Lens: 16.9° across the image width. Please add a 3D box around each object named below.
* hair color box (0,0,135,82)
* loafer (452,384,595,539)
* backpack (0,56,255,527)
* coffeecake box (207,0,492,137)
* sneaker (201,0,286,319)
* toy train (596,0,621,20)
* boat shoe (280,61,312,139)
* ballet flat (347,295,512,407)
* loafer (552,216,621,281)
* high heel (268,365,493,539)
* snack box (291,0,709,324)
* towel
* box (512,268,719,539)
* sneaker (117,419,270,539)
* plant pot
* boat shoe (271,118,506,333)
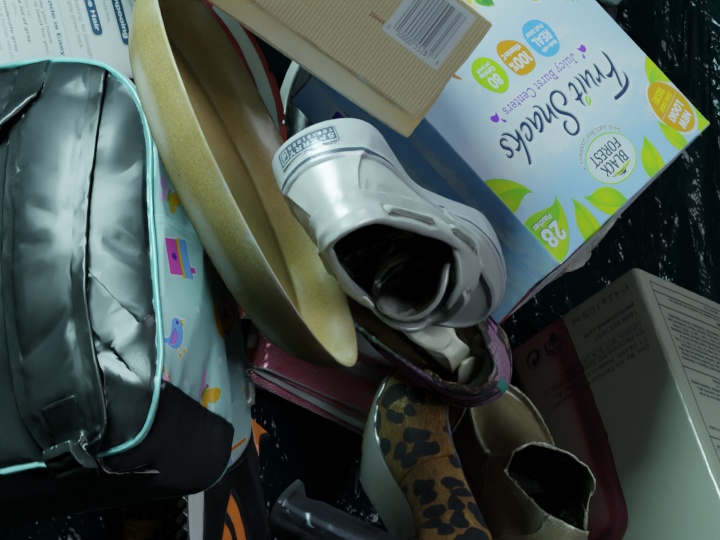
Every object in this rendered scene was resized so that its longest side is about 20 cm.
[{"bbox_3d":[-0.167,-0.132,1.218,0.199,0.060,0.101,-12,85,-53],"label":"hair color box"},{"bbox_3d":[0.098,0.122,1.388,0.076,0.068,0.201,27,26,-23],"label":"loafer"},{"bbox_3d":[-0.141,0.012,1.104,0.153,0.174,0.202,27,53,-63],"label":"backpack"},{"bbox_3d":[-0.051,-0.168,1.179,0.153,0.073,0.200,31,10,-42],"label":"coffeecake box"},{"bbox_3d":[-0.098,-0.036,1.206,0.115,0.078,0.201,-39,132,-40],"label":"sneaker"},{"bbox_3d":[0.103,-0.235,1.589,0.200,0.085,0.115,36,40,-38],"label":"toy train"},{"bbox_3d":[0.001,-0.111,1.421,0.074,0.060,0.201,44,46,-38],"label":"boat shoe"},{"bbox_3d":[0.000,0.000,1.278,0.200,0.071,0.069,38,82,4],"label":"ballet flat"},{"bbox_3d":[0.092,-0.018,1.391,0.199,0.063,0.073,-18,101,-42],"label":"loafer"},{"bbox_3d":[0.060,0.115,1.302,0.200,0.142,0.072,-44,153,-41],"label":"high heel"},{"bbox_3d":[0.082,-0.088,1.346,0.169,0.068,0.200,48,42,4],"label":"snack box"},{"bbox_3d":[0.008,-0.010,1.375,0.146,0.030,0.202,28,71,-41],"label":"towel"},{"bbox_3d":[0.192,0.120,1.484,0.127,0.109,0.201,22,42,-47],"label":"box"},{"bbox_3d":[-0.076,0.153,1.208,0.090,0.070,0.202,25,55,-40],"label":"sneaker"},{"bbox_3d":[-0.057,-0.042,1.097,0.201,0.027,0.200,63,8,-15],"label":"plant pot"},{"bbox_3d":[0.024,-0.004,1.154,0.200,0.072,0.066,48,18,-59],"label":"boat shoe"}]
